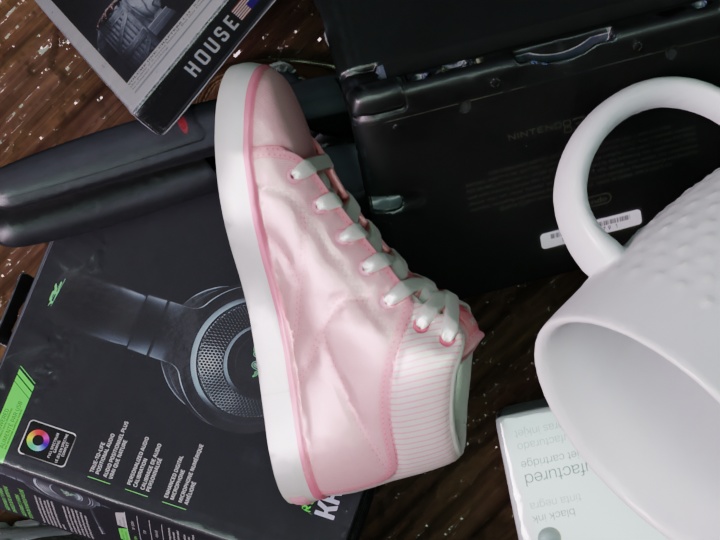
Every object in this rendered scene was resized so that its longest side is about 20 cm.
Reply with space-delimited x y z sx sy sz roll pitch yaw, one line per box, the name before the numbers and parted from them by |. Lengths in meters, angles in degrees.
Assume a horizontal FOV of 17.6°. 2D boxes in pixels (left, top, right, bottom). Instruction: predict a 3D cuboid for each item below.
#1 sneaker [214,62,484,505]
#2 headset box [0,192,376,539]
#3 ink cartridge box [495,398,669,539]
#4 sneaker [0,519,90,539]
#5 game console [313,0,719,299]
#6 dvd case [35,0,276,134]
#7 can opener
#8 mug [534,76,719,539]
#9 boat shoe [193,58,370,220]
sneaker | 0.000 0.000 1.041 0.104 0.075 0.201 -9 94 14
headset box | -0.079 0.051 1.144 0.199 0.093 0.175 19 69 6
ink cartridge box | 0.156 0.154 1.152 0.144 0.084 0.201 -12 89 4
sneaker | -0.199 0.161 1.172 0.199 0.115 0.075 7 91 6
game console | 0.085 -0.101 1.103 0.199 0.117 0.176 -15 120 -4
dvd case | -0.083 -0.157 1.130 0.025 0.200 0.150 38 94 -31
can opener | -0.081 -0.053 1.097 0.199 0.064 0.079 -10 44 -18
mug | 0.171 0.003 1.029 0.175 0.148 0.200 -42 89 -23
boat shoe | 0.005 -0.061 1.175 0.199 0.068 0.072 18 93 6
